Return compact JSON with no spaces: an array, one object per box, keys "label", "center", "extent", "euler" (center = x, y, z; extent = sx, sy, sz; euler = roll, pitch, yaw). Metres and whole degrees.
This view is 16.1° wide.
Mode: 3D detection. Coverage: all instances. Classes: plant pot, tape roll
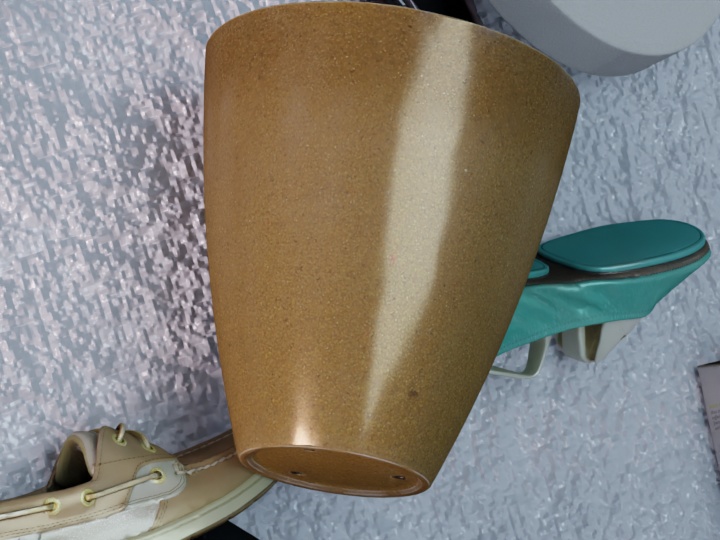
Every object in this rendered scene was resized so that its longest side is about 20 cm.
[{"label":"plant pot","center":[0.000,0.000,1.214],"extent":[0.186,0.186,0.201],"euler":[19,71,-28]},{"label":"tape roll","center":[0.123,-0.205,1.382],"extent":[0.202,0.037,0.204],"euler":[19,60,-36]}]

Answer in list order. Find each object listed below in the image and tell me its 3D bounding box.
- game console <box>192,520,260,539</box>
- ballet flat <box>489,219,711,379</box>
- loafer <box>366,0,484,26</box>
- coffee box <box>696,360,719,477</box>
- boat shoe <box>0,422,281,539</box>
[{"label":"game console","center":[0.017,0.206,1.196],"extent":[0.176,0.116,0.201],"euler":[35,33,-32]},{"label":"ballet flat","center":[0.101,0.020,1.363],"extent":[0.199,0.067,0.071],"euler":[-10,113,-32]},{"label":"loafer","center":[0.024,-0.173,1.330],"extent":[0.072,0.063,0.201],"euler":[-27,98,-31]},{"label":"coffee box","center":[0.274,0.136,1.436],"extent":[0.113,0.080,0.201],"euler":[-13,91,-31]},{"label":"boat shoe","center":[-0.121,0.107,1.200],"extent":[0.199,0.074,0.067],"euler":[-24,94,-36]}]
